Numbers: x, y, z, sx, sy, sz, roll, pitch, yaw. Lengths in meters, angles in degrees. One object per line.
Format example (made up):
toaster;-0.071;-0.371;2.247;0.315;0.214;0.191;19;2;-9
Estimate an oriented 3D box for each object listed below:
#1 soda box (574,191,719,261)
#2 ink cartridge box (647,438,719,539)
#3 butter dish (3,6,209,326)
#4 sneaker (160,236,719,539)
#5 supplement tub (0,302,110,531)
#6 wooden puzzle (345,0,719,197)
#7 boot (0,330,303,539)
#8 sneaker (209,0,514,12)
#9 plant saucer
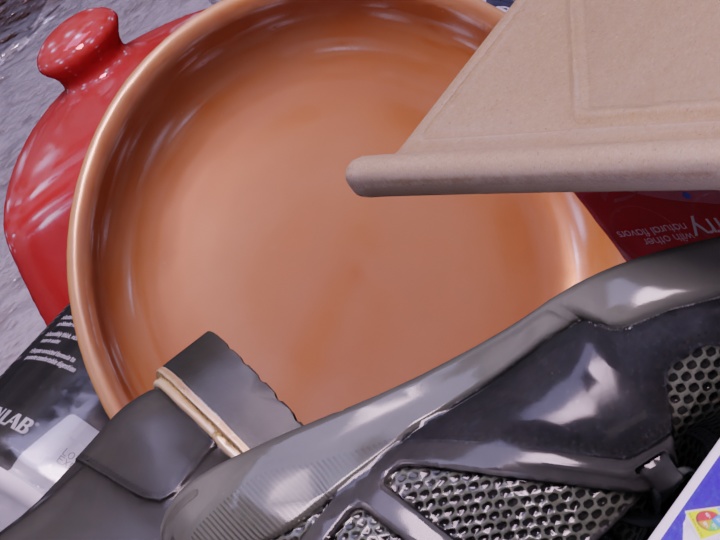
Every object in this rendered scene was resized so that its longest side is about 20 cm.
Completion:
soda box;0.139;-0.051;0.592;0.199;0.070;0.064;-9;38;51
ink cartridge box;0.120;0.044;0.472;0.201;0.039;0.099;-55;26;-3
butter dish;-0.096;-0.058;1.059;0.199;0.148;0.200;-30;23;19
sneaker;0.053;0.070;0.546;0.198;0.076;0.115;-28;62;11
supplement tub;-0.050;0.039;0.829;0.200;0.123;0.122;-48;24;-25
wooden puzzle;0.108;-0.081;0.565;0.200;0.037;0.184;-48;24;-23
boot;-0.041;0.125;0.641;0.138;0.078;0.200;-38;46;-9
sneaker;0.032;-0.083;0.833;0.070;0.199;0.108;-60;14;1
plant saucer;0.000;0.000;0.755;0.200;0.200;0.037;-43;-1;-14
